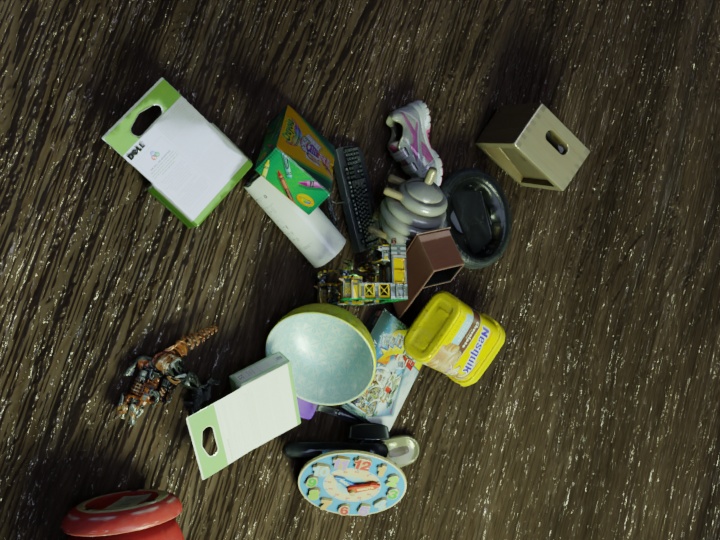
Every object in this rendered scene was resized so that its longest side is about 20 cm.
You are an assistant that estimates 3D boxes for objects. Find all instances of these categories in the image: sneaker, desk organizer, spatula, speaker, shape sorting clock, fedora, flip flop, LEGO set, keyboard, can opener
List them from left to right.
[{"bbox_3d":[-0.116,-0.101,1.208,0.081,0.081,0.200,-47,109,-18],"label":"speaker"},{"bbox_3d":[-0.054,0.268,1.279,0.199,0.021,0.057,23,82,-26],"label":"spatula"},{"bbox_3d":[-0.043,0.332,1.249,0.199,0.063,0.079,-4,61,-6],"label":"can opener"},{"bbox_3d":[-0.020,-0.133,1.275,0.127,0.021,0.201,-20,100,-40],"label":"keyboard"},{"bbox_3d":[-0.015,0.393,1.227,0.199,0.039,0.201,1,125,1],"label":"shape sorting clock"},{"bbox_3d":[0.000,0.000,1.213,0.153,0.200,0.117,0,83,-14],"label":"LEGO set"},{"bbox_3d":[0.031,0.371,1.302,0.199,0.058,0.082,-9,95,-22],"label":"flip flop"},{"bbox_3d":[0.097,-0.229,1.320,0.088,0.081,0.201,-14,89,-25],"label":"sneaker"},{"bbox_3d":[0.116,0.009,1.253,0.071,0.200,0.077,-12,66,-23],"label":"desk organizer"},{"bbox_3d":[0.212,-0.103,1.367,0.199,0.091,0.202,1,87,-26],"label":"fedora"}]

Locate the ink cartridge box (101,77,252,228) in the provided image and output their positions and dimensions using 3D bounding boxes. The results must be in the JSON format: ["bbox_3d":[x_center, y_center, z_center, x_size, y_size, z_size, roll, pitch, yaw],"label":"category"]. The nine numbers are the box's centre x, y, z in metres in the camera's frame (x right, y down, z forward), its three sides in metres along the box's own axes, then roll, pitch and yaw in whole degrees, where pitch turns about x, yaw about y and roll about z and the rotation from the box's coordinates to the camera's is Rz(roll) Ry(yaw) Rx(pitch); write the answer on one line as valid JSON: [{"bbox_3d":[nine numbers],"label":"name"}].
[{"bbox_3d":[-0.304,-0.192,1.115,0.200,0.076,0.148,44,73,-19],"label":"ink cartridge box"}]

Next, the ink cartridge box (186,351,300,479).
[{"bbox_3d":[-0.201,0.244,1.142,0.199,0.048,0.146,-24,126,-29],"label":"ink cartridge box"}]

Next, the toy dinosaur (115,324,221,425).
[{"bbox_3d":[-0.310,0.176,1.114,0.136,0.102,0.200,41,95,-4],"label":"toy dinosaur"}]

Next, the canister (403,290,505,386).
[{"bbox_3d":[0.184,0.134,1.307,0.149,0.086,0.200,-56,140,3],"label":"canister"}]

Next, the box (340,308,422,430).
[{"bbox_3d":[0.041,0.194,1.306,0.136,0.038,0.201,38,69,-22],"label":"box"}]

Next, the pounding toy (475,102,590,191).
[{"bbox_3d":[0.376,-0.263,1.412,0.200,0.184,0.143,36,88,-23],"label":"pounding toy"}]

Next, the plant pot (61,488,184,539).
[{"bbox_3d":[-0.365,0.444,1.032,0.199,0.200,0.184,-3,84,-27],"label":"plant pot"}]

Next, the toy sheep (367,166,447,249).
[{"bbox_3d":[0.096,-0.108,1.254,0.137,0.201,0.138,12,42,-12],"label":"toy sheep"}]

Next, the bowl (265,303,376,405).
[{"bbox_3d":[-0.060,0.132,1.212,0.201,0.199,0.108,55,26,-17],"label":"bowl"}]

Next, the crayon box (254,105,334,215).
[{"bbox_3d":[-0.108,-0.194,1.153,0.119,0.200,0.058,39,115,-22],"label":"crayon box"}]
